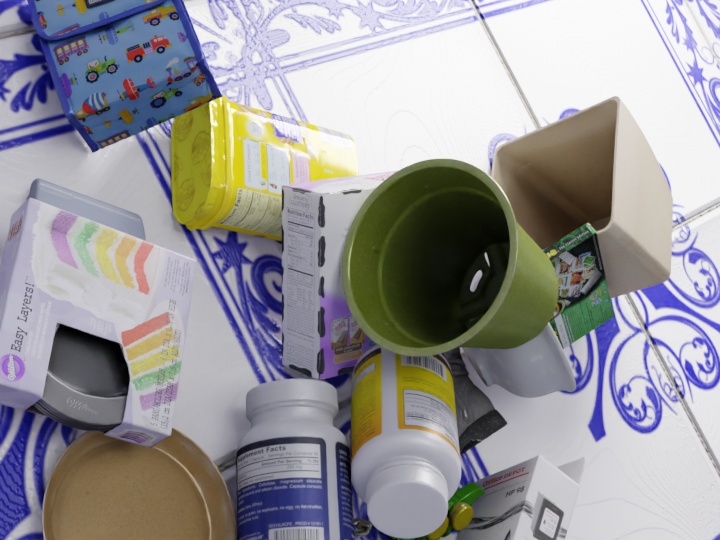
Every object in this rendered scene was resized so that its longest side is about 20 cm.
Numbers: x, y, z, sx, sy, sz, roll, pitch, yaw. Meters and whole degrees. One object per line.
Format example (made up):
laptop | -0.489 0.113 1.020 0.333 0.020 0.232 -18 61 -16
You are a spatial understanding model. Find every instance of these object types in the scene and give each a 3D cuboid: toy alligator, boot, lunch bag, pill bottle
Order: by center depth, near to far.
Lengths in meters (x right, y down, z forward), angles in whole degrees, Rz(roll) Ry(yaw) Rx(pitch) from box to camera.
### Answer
pill bottle | -0.065 0.216 1.298 0.115 0.116 0.201 14 61 -32
pill bottle | 0.044 0.169 1.319 0.109 0.109 0.200 33 30 -21
lunch bag | -0.253 -0.250 1.363 0.150 0.094 0.201 -23 70 -1
toy alligator | 0.057 0.273 1.409 0.200 0.054 0.059 -10 31 -41
boot | 0.067 0.158 1.473 0.200 0.070 0.132 -23 77 -49

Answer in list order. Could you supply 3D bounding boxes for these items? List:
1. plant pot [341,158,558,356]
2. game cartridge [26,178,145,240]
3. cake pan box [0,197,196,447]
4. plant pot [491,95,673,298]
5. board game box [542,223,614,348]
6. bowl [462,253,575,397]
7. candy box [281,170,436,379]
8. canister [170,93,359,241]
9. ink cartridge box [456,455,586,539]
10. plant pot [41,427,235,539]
plant pot | 0.113 0.005 1.367 0.190 0.199 0.201 22 54 -55
game cartridge | -0.275 0.017 1.285 0.133 0.040 0.201 22 57 -33
cake pan box | -0.254 0.054 1.229 0.184 0.052 0.201 22 57 -26
plant pot | 0.294 -0.066 1.670 0.177 0.200 0.200 33 52 -34
board game box | 0.247 0.028 1.574 0.105 0.200 0.023 -33 55 -5
bowl | 0.163 0.073 1.530 0.090 0.201 0.202 -30 88 -2
candy box | 0.000 0.000 1.419 0.167 0.071 0.201 -10 107 -39
canister | -0.101 -0.104 1.445 0.199 0.086 0.149 12 63 -35
ink cartridge box | 0.169 0.283 1.448 0.067 0.116 0.200 37 50 -16
plant pot | -0.210 0.239 1.235 0.199 0.027 0.201 18 58 -31
